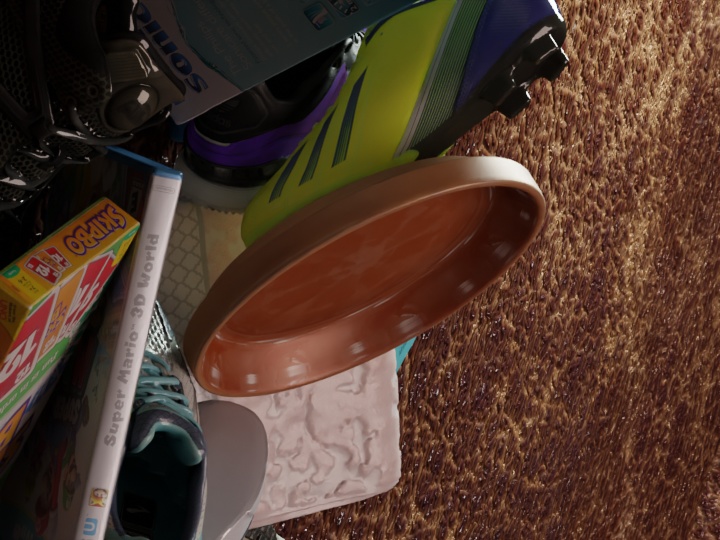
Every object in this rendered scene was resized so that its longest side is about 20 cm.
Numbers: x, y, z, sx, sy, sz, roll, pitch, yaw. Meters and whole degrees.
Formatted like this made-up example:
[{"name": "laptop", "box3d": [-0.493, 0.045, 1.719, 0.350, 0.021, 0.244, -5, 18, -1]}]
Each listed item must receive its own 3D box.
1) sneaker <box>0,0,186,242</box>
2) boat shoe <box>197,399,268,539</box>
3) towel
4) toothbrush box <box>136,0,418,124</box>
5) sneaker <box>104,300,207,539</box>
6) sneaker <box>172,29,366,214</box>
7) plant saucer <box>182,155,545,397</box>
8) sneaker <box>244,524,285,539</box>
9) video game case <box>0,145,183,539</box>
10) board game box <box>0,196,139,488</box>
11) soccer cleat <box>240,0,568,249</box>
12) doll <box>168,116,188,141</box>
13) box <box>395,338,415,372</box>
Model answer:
[{"name": "sneaker", "box3d": [-0.147, -0.050, 0.971, 0.076, 0.114, 0.201, 28, 79, -69]}, {"name": "boat shoe", "box3d": [-0.098, 0.157, 1.142, 0.068, 0.071, 0.201, 94, 12, -52]}, {"name": "towel", "box3d": [-0.057, 0.045, 1.242, 0.190, 0.032, 0.201, -14, 110, -35]}, {"name": "toothbrush box", "box3d": [-0.042, -0.171, 0.981, 0.147, 0.199, 0.085, 51, 43, -17]}, {"name": "sneaker", "box3d": [-0.100, 0.081, 1.094, 0.086, 0.077, 0.201, 125, -34, -47]}, {"name": "sneaker", "box3d": [-0.019, -0.109, 1.209, 0.200, 0.069, 0.100, -38, 148, -47]}, {"name": "plant saucer", "box3d": [0.000, 0.000, 1.160, 0.032, 0.200, 0.200, 63, 8, 19]}, {"name": "sneaker", "box3d": [-0.080, 0.183, 1.359, 0.200, 0.088, 0.077, 55, 51, -52]}, {"name": "video game case", "box3d": [-0.134, 0.042, 1.073, 0.143, 0.018, 0.201, 22, -79, 64]}, {"name": "board game box", "box3d": [-0.167, 0.063, 1.013, 0.200, 0.030, 0.096, -56, 174, 33]}, {"name": "soccer cleat", "box3d": [0.014, -0.083, 1.158, 0.200, 0.084, 0.065, -39, 162, 5]}, {"name": "doll", "box3d": [-0.065, -0.131, 1.241, 0.200, 0.048, 0.137, -21, 133, -60]}, {"name": "box", "box3d": [-0.006, 0.026, 1.474, 0.049, 0.082, 0.200, 87, 26, -45]}]
